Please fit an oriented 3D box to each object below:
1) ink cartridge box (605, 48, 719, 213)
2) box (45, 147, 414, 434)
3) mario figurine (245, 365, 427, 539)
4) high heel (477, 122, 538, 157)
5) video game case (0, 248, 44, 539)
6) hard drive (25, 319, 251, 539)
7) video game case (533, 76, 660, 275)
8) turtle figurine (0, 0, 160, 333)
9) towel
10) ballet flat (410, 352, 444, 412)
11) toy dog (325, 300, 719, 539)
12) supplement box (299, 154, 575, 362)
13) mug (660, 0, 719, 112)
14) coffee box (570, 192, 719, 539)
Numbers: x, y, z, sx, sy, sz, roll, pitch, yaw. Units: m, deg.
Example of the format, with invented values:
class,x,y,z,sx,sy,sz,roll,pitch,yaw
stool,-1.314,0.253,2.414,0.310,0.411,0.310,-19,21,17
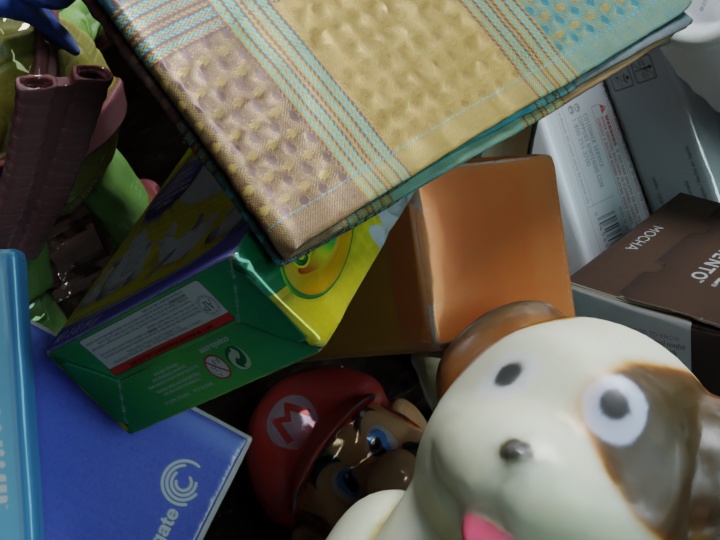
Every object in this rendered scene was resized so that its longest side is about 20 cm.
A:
class,x,y,z,sx,sy,sz,roll,pitch,yaw
ink cartridge box,0.193,-0.094,0.917,0.173,0.043,0.202,-27,99,-44
box,-0.018,-0.042,0.647,0.048,0.117,0.201,46,49,-17
mario figurine,0.038,0.114,0.744,0.199,0.106,0.124,39,35,-4
high heel,0.068,-0.017,0.808,0.071,0.142,0.201,-43,107,-29
video game case,-0.209,0.072,0.640,0.197,0.018,0.145,-5,86,3
hard drive,-0.156,0.073,0.659,0.198,0.025,0.133,27,88,4
video game case,0.142,-0.070,0.909,0.181,0.023,0.202,-24,97,-44
turtle figurine,-0.142,-0.051,0.726,0.144,0.198,0.195,-57,135,-46
towel,0.004,-0.100,0.604,0.199,0.022,0.147,-32,80,-35
ballet flat,0.052,0.033,0.804,0.068,0.072,0.201,-58,144,-33
toy dog,0.061,0.114,0.621,0.193,0.139,0.202,-14,127,-41
supplement box,0.000,0.000,0.731,0.068,0.199,0.067,-9,90,-31
mug,0.223,-0.142,0.802,0.174,0.148,0.201,10,122,-36
coffee box,0.144,0.083,0.820,0.113,0.079,0.202,-33,131,-46
